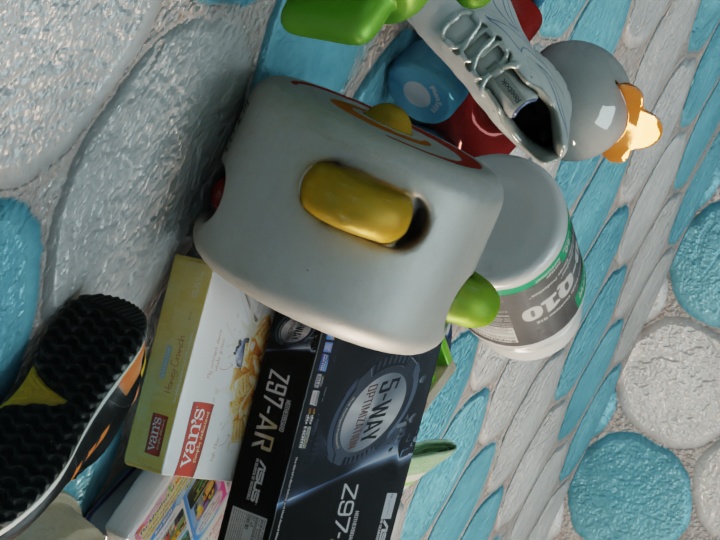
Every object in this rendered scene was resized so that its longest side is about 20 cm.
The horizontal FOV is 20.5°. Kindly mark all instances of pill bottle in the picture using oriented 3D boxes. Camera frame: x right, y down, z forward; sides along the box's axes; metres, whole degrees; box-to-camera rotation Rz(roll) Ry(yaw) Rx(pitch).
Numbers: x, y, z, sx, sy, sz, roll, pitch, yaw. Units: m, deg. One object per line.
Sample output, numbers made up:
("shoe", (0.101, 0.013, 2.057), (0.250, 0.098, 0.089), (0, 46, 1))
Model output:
("pill bottle", (0.121, -0.004, 1.596), (0.113, 0.113, 0.200), (-60, 159, -12))

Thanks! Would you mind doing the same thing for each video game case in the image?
("video game case", (-0.113, 0.155, 1.450), (0.200, 0.024, 0.182), (-57, 159, -30))

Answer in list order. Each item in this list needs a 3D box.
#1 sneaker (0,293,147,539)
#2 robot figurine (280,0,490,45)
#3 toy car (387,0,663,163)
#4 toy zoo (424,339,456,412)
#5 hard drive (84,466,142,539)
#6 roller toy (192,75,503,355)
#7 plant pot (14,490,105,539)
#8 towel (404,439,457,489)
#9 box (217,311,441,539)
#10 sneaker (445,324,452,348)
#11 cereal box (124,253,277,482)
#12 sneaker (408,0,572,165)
("sneaker", (-0.185, 0.109, 1.159), (0.200, 0.070, 0.090), (-55, 159, -35))
("robot figurine", (0.017, -0.229, 1.184), (0.200, 0.115, 0.176), (-56, 133, -21))
("toy car", (0.144, -0.132, 1.597), (0.184, 0.199, 0.177), (-50, 160, -38))
("toy zoo", (0.015, 0.038, 1.627), (0.131, 0.020, 0.201), (-51, 131, -42))
("hard drive", (-0.169, 0.218, 1.471), (0.132, 0.025, 0.201), (-47, 158, -46))
("roller toy", (-0.007, -0.043, 1.287), (0.199, 0.182, 0.140), (12, 105, -51))
("plant pot", (-0.166, 0.271, 1.272), (0.201, 0.183, 0.201), (-55, 163, -26))
("towel", (-0.035, 0.193, 1.579), (0.200, 0.023, 0.152), (-40, 159, 29))
("box", (-0.021, 0.123, 1.400), (0.160, 0.043, 0.201), (13, 93, -57))
("sneaker", (0.070, -0.002, 1.783), (0.147, 0.080, 0.200), (-57, 158, -7))
("cereal box", (-0.075, 0.075, 1.376), (0.200, 0.039, 0.145), (14, 89, -59))
("sneaker", (0.097, -0.159, 1.451), (0.074, 0.200, 0.087), (-39, -155, 13))
